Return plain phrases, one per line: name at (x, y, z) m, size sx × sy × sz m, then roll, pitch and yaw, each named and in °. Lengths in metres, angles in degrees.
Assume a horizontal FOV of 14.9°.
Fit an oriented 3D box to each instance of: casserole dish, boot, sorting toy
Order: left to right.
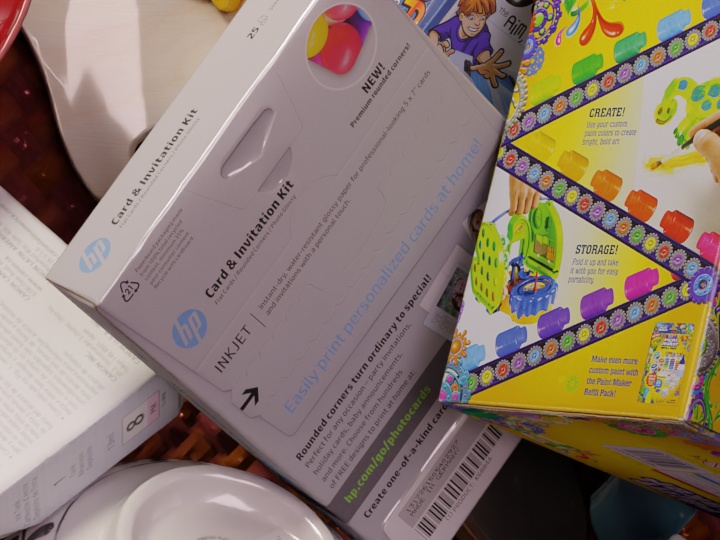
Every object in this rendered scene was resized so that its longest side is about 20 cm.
sorting toy at (-0.061, -0.117, 1.105) m, size 0.107 × 0.199 × 0.181 m, roll -19°, pitch 105°, yaw -71°
boot at (0.018, 0.068, 1.150) m, size 0.200 × 0.075 × 0.074 m, roll 42°, pitch 47°, yaw -30°
casserole dish at (0.162, 0.051, 1.196) m, size 0.039 × 0.121 × 0.200 m, roll 41°, pitch 65°, yaw 5°

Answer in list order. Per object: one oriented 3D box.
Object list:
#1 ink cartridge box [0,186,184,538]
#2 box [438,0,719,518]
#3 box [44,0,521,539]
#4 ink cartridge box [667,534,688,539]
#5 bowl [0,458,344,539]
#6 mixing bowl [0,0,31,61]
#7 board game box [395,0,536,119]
ink cartridge box at (-0.189, 0.046, 1.011) m, size 0.200 × 0.057 × 0.162 m, roll -39°, pitch 65°, yaw -23°
box at (0.158, -0.010, 1.032) m, size 0.200 × 0.122 × 0.193 m, roll 25°, pitch 75°, yaw -40°
box at (0.000, 0.000, 1.018) m, size 0.200 × 0.041 × 0.156 m, roll 43°, pitch 78°, yaw -39°
ink cartridge box at (0.064, 0.191, 1.047) m, size 0.043 × 0.197 × 0.200 m, roll 40°, pitch 32°, yaw 8°
bowl at (-0.060, 0.135, 1.021) m, size 0.200 × 0.094 × 0.201 m, roll 14°, pitch 42°, yaw -13°
mixing bowl at (-0.229, -0.130, 1.032) m, size 0.199 × 0.108 × 0.201 m, roll 5°, pitch 79°, yaw -26°
board game box at (0.085, -0.059, 1.103) m, size 0.200 × 0.034 × 0.136 m, roll 35°, pitch 93°, yaw -38°
